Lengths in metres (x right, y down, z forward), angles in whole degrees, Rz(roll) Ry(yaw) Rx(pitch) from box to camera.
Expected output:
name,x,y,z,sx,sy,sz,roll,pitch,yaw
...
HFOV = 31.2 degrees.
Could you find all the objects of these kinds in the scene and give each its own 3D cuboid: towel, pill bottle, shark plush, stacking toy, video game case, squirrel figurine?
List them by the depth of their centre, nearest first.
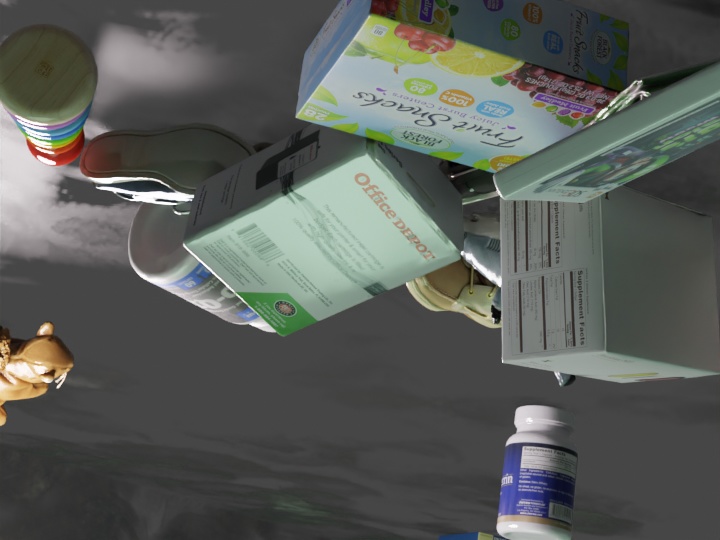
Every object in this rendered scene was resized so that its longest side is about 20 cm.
name,x,y,z,sx,sy,sz,roll,pitch,yaw
video game case,0.212,-0.097,0.900,0.200,0.023,0.182,-26,171,25
towel,0.223,-0.111,0.983,0.152,0.023,0.200,-18,169,-23
stacking toy,-0.271,-0.143,1.135,0.085,0.086,0.200,11,168,-7
shark plush,0.161,0.025,1.275,0.083,0.200,0.091,-26,167,4
pill bottle,-0.143,-0.009,1.385,0.114,0.114,0.200,-6,157,34
squirrel figurine,-0.537,0.138,1.938,0.186,0.142,0.200,-11,156,29
pill bottle,0.278,0.316,2.002,0.115,0.200,0.116,8,160,3

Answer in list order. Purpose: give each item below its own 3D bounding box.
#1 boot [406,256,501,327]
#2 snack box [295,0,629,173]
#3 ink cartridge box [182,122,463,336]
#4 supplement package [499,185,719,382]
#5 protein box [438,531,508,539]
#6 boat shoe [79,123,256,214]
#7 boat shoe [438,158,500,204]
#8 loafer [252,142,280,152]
name,x,y,z,sx,sy,sz,roll,pitch,yaw
boot,0.157,0.011,1.380,0.155,0.073,0.200,-8,156,40
snack box,0.072,-0.149,0.968,0.200,0.068,0.169,15,157,-17
ink cartridge box,-0.029,-0.044,1.119,0.200,0.083,0.147,-23,128,27
supplement package,0.231,0.016,1.186,0.111,0.156,0.200,-11,164,43
protein box,0.296,0.791,3.332,0.135,0.200,0.198,17,159,-24
boat shoe,-0.173,-0.092,1.222,0.200,0.075,0.062,0,158,26
boat shoe,0.117,-0.094,1.149,0.200,0.057,0.067,-7,-169,46
loafer,-0.069,-0.067,1.266,0.067,0.076,0.200,-24,157,-13
